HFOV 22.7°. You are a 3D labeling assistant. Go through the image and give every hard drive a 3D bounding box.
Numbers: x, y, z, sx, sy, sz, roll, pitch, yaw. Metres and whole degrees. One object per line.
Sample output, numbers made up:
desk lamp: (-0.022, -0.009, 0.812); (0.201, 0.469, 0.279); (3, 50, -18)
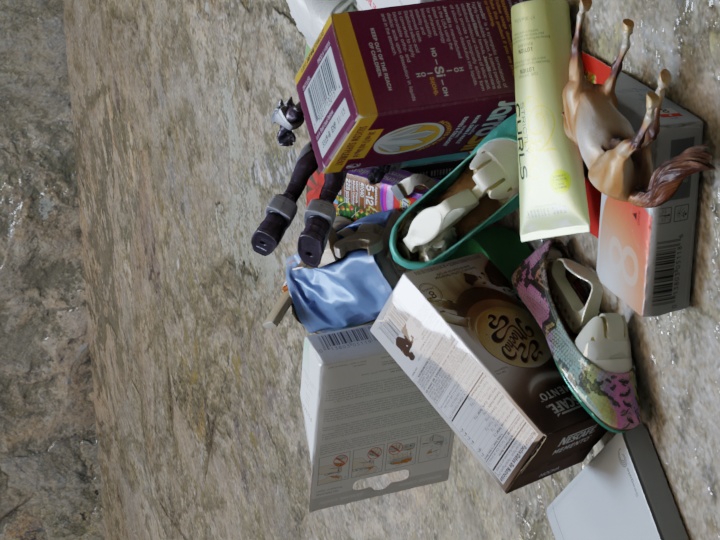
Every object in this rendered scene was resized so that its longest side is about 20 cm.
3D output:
hard drive: (0.226, 0.234, 1.582); (0.200, 0.026, 0.133); (118, 138, -59)

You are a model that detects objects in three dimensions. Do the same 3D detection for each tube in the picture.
tube: (0.159, -0.128, 1.523); (0.058, 0.051, 0.202); (123, 144, -86)

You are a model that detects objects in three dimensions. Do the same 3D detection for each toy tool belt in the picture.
toy tool belt: (0.000, 0.000, 1.701); (0.199, 0.123, 0.125); (-26, 100, 41)

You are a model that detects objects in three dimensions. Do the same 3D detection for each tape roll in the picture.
tape roll: (0.130, 0.060, 1.737); (0.200, 0.048, 0.202); (170, 90, -70)

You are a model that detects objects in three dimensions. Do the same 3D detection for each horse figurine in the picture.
horse figurine: (0.193, -0.111, 1.347); (0.201, 0.050, 0.133); (-117, 28, -44)

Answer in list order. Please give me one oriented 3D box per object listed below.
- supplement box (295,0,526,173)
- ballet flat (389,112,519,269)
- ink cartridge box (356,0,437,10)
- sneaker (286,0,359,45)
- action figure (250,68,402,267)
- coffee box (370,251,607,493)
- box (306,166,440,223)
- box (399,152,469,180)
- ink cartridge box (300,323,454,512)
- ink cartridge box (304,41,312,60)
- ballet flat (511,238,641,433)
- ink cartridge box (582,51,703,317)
supplement box: (0.058, -0.168, 1.601); (0.131, 0.198, 0.104); (127, 130, -64)
ballet flat: (0.102, -0.067, 1.583); (0.067, 0.200, 0.070); (49, -160, 3)
ink cartridge box: (0.064, -0.310, 1.692); (0.148, 0.085, 0.201); (-120, 26, -43)
sneaker: (0.003, -0.237, 1.843); (0.200, 0.076, 0.080); (49, 166, -12)
action figure: (-0.033, -0.104, 1.659); (0.069, 0.129, 0.201); (83, -151, -65)
coffee box: (0.119, 0.087, 1.583); (0.200, 0.113, 0.080); (49, 130, 24)
box: (0.011, -0.012, 1.796); (0.136, 0.039, 0.201); (17, 124, 27)
box: (0.059, -0.036, 1.839); (0.049, 0.082, 0.201); (-124, 31, -51)
ink cartridge box: (0.020, 0.138, 1.771); (0.050, 0.160, 0.201); (-120, 27, -44)
ink cartridge box: (-0.014, -0.267, 1.986); (0.146, 0.048, 0.201); (-122, 29, -47)
ballet flat: (0.193, 0.047, 1.546); (0.071, 0.069, 0.201); (-60, 39, 32)
ink cartridge box: (0.204, -0.077, 1.463); (0.200, 0.050, 0.163); (-138, 42, -56)
